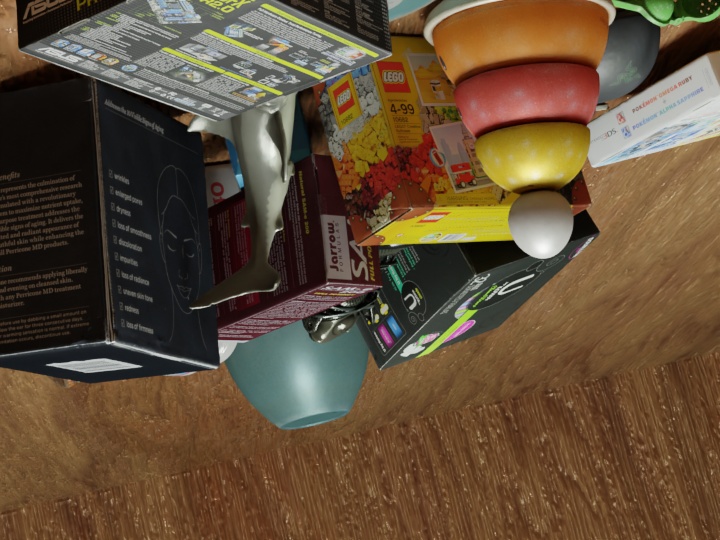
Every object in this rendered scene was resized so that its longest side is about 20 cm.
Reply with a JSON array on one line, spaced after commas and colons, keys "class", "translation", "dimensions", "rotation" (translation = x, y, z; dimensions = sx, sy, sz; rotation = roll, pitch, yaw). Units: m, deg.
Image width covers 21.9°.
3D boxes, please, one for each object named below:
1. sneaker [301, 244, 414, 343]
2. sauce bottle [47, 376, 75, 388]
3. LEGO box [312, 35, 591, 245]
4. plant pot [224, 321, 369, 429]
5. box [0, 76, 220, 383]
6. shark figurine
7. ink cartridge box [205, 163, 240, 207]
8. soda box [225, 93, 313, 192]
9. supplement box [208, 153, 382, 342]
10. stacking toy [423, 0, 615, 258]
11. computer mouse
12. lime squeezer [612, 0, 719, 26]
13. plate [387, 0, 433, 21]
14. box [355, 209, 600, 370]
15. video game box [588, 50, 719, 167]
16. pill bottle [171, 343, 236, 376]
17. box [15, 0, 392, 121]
[{"class": "sneaker", "translation": [0.000, 0.000, 1.576], "dimensions": [0.076, 0.115, 0.199], "rotation": [-9, 180, -31]}, {"class": "sauce bottle", "translation": [-0.233, 0.037, 1.850], "dimensions": [0.200, 0.066, 0.066], "rotation": [-39, 178, -24]}, {"class": "LEGO box", "translation": [0.073, -0.104, 1.493], "dimensions": [0.200, 0.149, 0.077], "rotation": [-3, 161, -40]}, {"class": "plant pot", "translation": [-0.073, 0.128, 2.393], "dimensions": [0.200, 0.135, 0.200], "rotation": [-13, 168, -3]}, {"class": "box", "translation": [-0.204, -0.024, 1.417], "dimensions": [0.124, 0.197, 0.200], "rotation": [-7, 169, 18]}, {"class": "shark figurine", "translation": [-0.093, -0.085, 1.441], "dimensions": [0.089, 0.215, 0.128], "rotation": [7, -164, 3]}, {"class": "ink cartridge box", "translation": [-0.198, -0.004, 1.658], "dimensions": [0.200, 0.145, 0.084], "rotation": [-9, 168, -17]}, {"class": "soda box", "translation": [-0.073, -0.090, 1.600], "dimensions": [0.068, 0.064, 0.200], "rotation": [-13, 167, -1]}, {"class": "supplement box", "translation": [-0.069, -0.014, 1.535], "dimensions": [0.061, 0.109, 0.200], "rotation": [3, 164, -37]}, {"class": "stacking toy", "translation": [0.126, -0.108, 1.394], "dimensions": [0.146, 0.200, 0.146], "rotation": [-4, 169, -1]}, {"class": "computer mouse", "translation": [0.192, -0.161, 1.594], "dimensions": [0.138, 0.053, 0.200], "rotation": [-6, 166, -26]}, {"class": "lime squeezer", "translation": [0.250, -0.216, 1.452], "dimensions": [0.200, 0.038, 0.071], "rotation": [-11, 167, -9]}, {"class": "plate", "translation": [-0.002, -0.200, 1.284], "dimensions": [0.200, 0.026, 0.200], "rotation": [-13, 167, -3]}, {"class": "box", "translation": [0.085, -0.021, 1.655], "dimensions": [0.148, 0.124, 0.200], "rotation": [-18, 162, -32]}, {"class": "video game box", "translation": [0.329, -0.160, 1.702], "dimensions": [0.200, 0.047, 0.182], "rotation": [-15, 169, -37]}, {"class": "pill bottle", "translation": [-0.217, 0.059, 1.997], "dimensions": [0.109, 0.109, 0.200], "rotation": [-20, 167, 27]}, {"class": "box", "translation": [-0.100, -0.163, 1.224], "dimensions": [0.160, 0.044, 0.200], "rotation": [-18, 160, 34]}]
